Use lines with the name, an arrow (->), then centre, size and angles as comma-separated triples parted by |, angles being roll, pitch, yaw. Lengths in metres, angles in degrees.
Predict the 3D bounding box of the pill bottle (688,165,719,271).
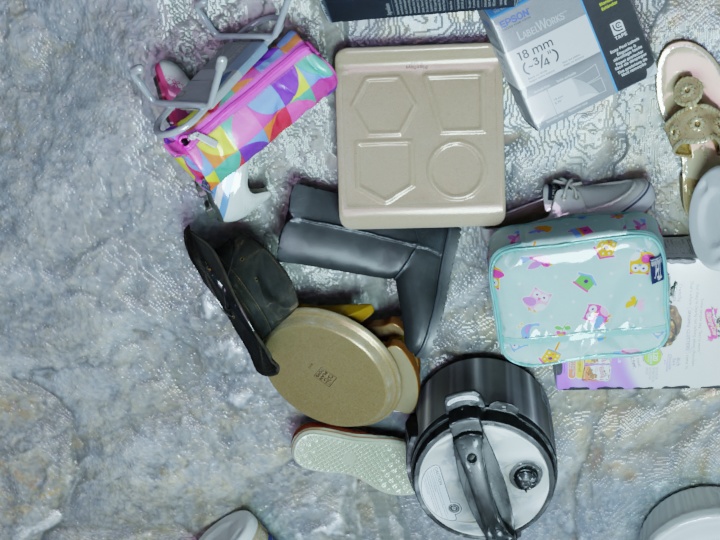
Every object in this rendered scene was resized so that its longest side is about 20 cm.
pill bottle -> 0.468, -0.054, 1.299 | 0.199, 0.114, 0.115 | 0, 115, -15

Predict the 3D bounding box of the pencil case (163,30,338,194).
pencil case -> -0.118, -0.169, 1.288 | 0.200, 0.088, 0.088 | -42, 108, -12

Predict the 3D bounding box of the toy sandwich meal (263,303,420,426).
toy sandwich meal -> -0.024, 0.106, 1.453 | 0.204, 0.070, 0.206 | 14, 132, 16

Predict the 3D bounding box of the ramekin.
ramekin -> 0.441, 0.364, 1.518 | 0.201, 0.094, 0.203 | 2, 114, 4

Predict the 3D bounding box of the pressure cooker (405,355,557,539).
pressure cooker -> 0.144, 0.212, 1.416 | 0.175, 0.200, 0.179 | 29, 114, -9

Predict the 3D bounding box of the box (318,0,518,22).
box -> 0.054, -0.339, 1.196 | 0.199, 0.104, 0.149 | -5, 79, 5

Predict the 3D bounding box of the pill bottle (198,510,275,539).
pill bottle -> -0.125, 0.421, 1.579 | 0.111, 0.111, 0.200 | -33, 108, 17

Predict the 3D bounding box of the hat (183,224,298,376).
hat -> -0.124, 0.020, 1.384 | 0.081, 0.201, 0.201 | -30, 111, -15

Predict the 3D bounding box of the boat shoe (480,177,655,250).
boat shoe -> 0.229, -0.068, 1.359 | 0.199, 0.071, 0.070 | -21, 114, 20

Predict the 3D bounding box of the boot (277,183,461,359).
boot -> 0.000, -0.001, 1.376 | 0.199, 0.066, 0.165 | 15, 73, -6

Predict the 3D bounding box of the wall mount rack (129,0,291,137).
wall mount rack -> -0.142, -0.225, 1.236 | 0.173, 0.200, 0.075 | 8, 142, 45

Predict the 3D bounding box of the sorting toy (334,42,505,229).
sorting toy -> 0.066, -0.147, 1.334 | 0.184, 0.036, 0.201 | -1, 99, 5

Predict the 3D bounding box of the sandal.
sandal -> 0.372, -0.141, 1.310 | 0.077, 0.070, 0.212 | -11, 113, 9

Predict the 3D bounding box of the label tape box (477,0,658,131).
label tape box -> 0.204, -0.268, 1.260 | 0.144, 0.063, 0.200 | -26, 111, 4

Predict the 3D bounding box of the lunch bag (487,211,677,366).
lunch bag -> 0.242, 0.025, 1.314 | 0.199, 0.077, 0.161 | -6, 113, 9

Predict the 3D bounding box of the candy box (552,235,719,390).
candy box -> 0.324, 0.049, 1.399 | 0.199, 0.072, 0.168 | -1, 114, 5

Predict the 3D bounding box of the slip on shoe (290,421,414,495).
slip on shoe -> 0.005, 0.231, 1.516 | 0.199, 0.061, 0.074 | 15, 102, -17

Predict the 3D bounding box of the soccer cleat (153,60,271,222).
soccer cleat -> -0.164, -0.152, 1.358 | 0.086, 0.070, 0.201 | -23, 113, -4
